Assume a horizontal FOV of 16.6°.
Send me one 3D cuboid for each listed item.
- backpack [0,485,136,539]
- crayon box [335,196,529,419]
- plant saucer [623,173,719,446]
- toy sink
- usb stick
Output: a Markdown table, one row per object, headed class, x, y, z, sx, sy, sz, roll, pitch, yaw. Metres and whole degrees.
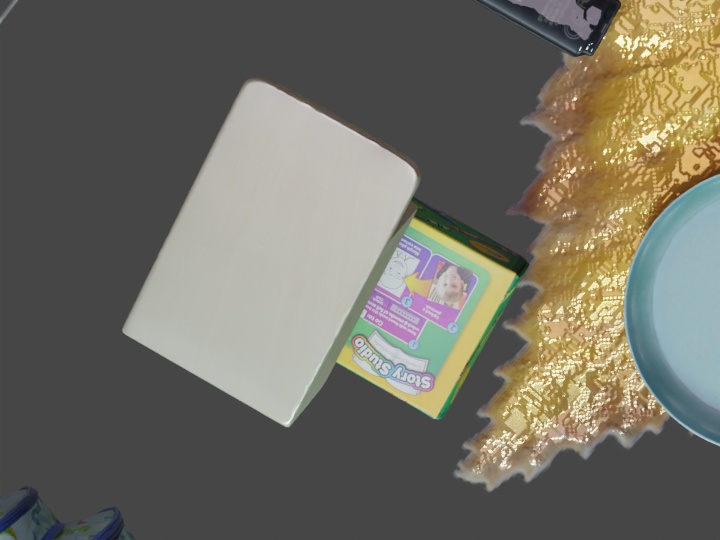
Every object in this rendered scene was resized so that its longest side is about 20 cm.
| class | x | y | z | sx | sy | sz | roll | pitch | yaw |
| --- | --- | --- | --- | --- | --- | --- | --- | --- | --- |
| backpack | -0.244 | 0.239 | 1.734 | 0.200 | 0.183 | 0.147 | -27 | 96 | 9 |
| crayon box | 0.000 | 0.000 | 1.705 | 0.200 | 0.058 | 0.119 | 30 | 105 | 4 |
| plant saucer | 0.279 | 0.026 | 1.673 | 0.200 | 0.027 | 0.201 | 2 | 101 | 11 |
| toy sink | -0.046 | -0.024 | 1.621 | 0.130 | 0.112 | 0.200 | 29 | 110 | 5 |
| usb stick | 0.079 | -0.211 | 1.663 | 0.200 | 0.033 | 0.056 | 30 | 98 | 4 |
